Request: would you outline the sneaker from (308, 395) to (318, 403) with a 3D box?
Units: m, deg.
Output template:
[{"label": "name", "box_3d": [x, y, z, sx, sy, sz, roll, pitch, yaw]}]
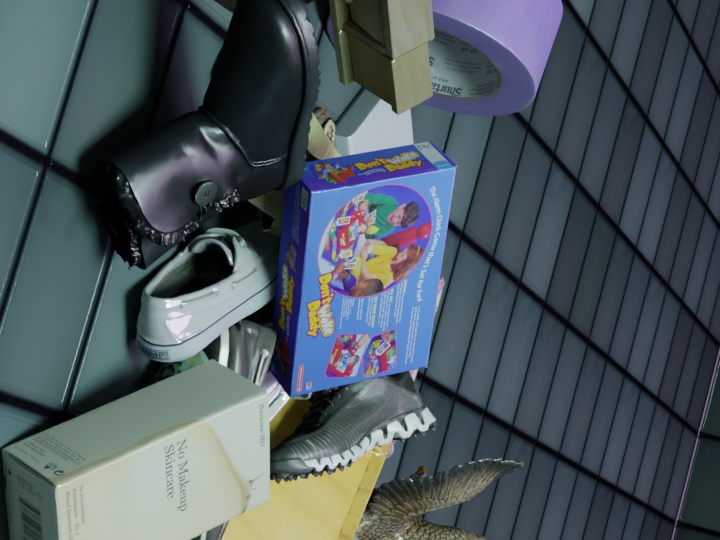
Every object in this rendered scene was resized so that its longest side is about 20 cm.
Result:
[{"label": "sneaker", "box_3d": [-0.028, 0.023, 1.834, 0.082, 0.073, 0.201, -41, 147, -80]}]

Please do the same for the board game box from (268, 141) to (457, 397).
[{"label": "board game box", "box_3d": [0.000, 0.000, 1.617, 0.134, 0.045, 0.201, -11, 126, -26]}]

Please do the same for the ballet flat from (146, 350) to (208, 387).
[{"label": "ballet flat", "box_3d": [-0.163, 0.158, 1.574, 0.074, 0.074, 0.202, -9, 106, -66]}]

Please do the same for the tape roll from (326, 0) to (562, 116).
[{"label": "tape roll", "box_3d": [0.075, -0.224, 1.759, 0.085, 0.199, 0.200, -69, 156, -18]}]

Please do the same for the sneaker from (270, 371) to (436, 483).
[{"label": "sneaker", "box_3d": [-0.019, 0.127, 1.735, 0.199, 0.066, 0.091, -18, 90, -43]}]

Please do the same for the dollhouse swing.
[{"label": "dollhouse swing", "box_3d": [-0.097, 0.212, 1.793, 0.182, 0.175, 0.201, -32, -149, 60]}]

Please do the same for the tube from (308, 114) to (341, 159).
[{"label": "tube", "box_3d": [-0.063, -0.118, 1.656, 0.058, 0.052, 0.200, -30, 142, 2]}]

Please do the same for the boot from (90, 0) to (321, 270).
[{"label": "boot", "box_3d": [-0.116, -0.104, 1.440, 0.168, 0.076, 0.201, -31, 146, -30]}]

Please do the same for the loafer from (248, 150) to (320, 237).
[{"label": "loafer", "box_3d": [-0.052, -0.058, 1.635, 0.200, 0.067, 0.076, 49, 18, -41]}]

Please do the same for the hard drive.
[{"label": "hard drive", "box_3d": [0.017, -0.087, 1.917, 0.132, 0.027, 0.201, -55, 149, -42]}]

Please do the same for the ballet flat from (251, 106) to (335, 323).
[{"label": "ballet flat", "box_3d": [-0.053, -0.048, 1.743, 0.067, 0.046, 0.201, 43, 62, -64]}]

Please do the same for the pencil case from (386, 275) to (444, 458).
[{"label": "pencil case", "box_3d": [0.019, 0.087, 1.910, 0.083, 0.086, 0.201, -132, -125, -63]}]

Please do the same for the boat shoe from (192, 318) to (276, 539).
[{"label": "boat shoe", "box_3d": [-0.105, 0.140, 1.610, 0.067, 0.057, 0.202, -165, -99, -68]}]

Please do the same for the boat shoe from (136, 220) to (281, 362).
[{"label": "boat shoe", "box_3d": [-0.113, 0.000, 1.593, 0.200, 0.073, 0.066, -50, 149, -51]}]

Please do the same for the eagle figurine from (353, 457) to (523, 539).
[{"label": "eagle figurine", "box_3d": [0.056, 0.245, 1.955, 0.152, 0.199, 0.152, 61, 44, -61]}]

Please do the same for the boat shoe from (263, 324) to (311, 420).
[{"label": "boat shoe", "box_3d": [-0.065, 0.084, 1.716, 0.200, 0.073, 0.067, -40, 97, -33]}]

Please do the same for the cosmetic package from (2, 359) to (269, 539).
[{"label": "cosmetic package", "box_3d": [-0.165, 0.154, 1.467, 0.199, 0.073, 0.104, -23, 124, -37]}]

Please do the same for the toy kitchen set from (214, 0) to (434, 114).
[{"label": "toy kitchen set", "box_3d": [-0.062, -0.221, 1.588, 0.180, 0.163, 0.201, -30, 135, -24]}]
